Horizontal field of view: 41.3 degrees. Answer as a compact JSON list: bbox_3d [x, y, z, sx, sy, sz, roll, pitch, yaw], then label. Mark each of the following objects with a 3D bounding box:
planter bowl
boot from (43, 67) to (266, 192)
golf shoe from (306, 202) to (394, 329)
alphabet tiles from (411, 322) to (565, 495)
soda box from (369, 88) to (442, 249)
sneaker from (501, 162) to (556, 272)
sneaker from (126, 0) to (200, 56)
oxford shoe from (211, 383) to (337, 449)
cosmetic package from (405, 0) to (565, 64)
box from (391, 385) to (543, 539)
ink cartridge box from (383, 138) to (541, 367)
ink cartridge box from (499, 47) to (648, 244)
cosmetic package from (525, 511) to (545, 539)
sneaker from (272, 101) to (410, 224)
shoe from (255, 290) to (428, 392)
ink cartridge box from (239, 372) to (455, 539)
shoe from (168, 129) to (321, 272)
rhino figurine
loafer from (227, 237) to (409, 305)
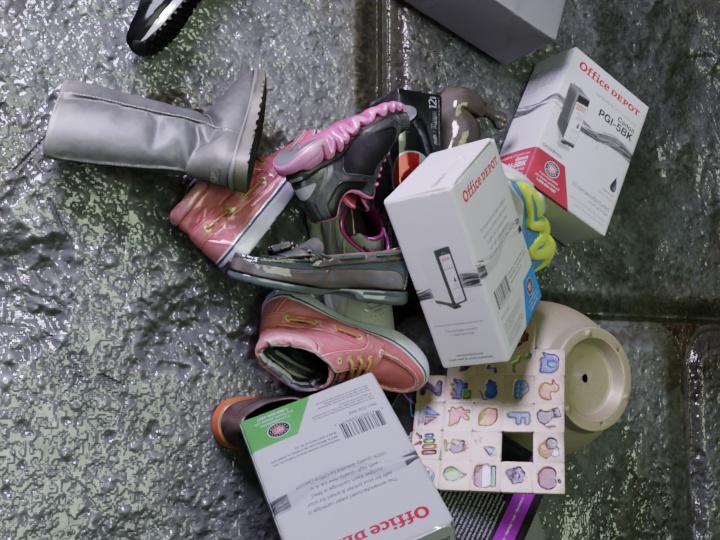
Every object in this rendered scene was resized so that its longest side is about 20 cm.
[{"bbox_3d":[0.236,0.131,1.147,0.198,0.134,0.203,3,83,-29],"label":"planter bowl"},{"bbox_3d":[-0.198,-0.156,0.960,0.197,0.073,0.183,8,43,0],"label":"boot"},{"bbox_3d":[0.000,0.000,1.053,0.075,0.091,0.202,-22,97,-31],"label":"golf shoe"},{"bbox_3d":[0.141,0.147,1.053,0.008,0.165,0.202,68,25,-55],"label":"alphabet tiles"},{"bbox_3d":[0.053,-0.102,1.105,0.063,0.071,0.203,3,83,-30],"label":"soda box"},{"bbox_3d":[0.173,-0.040,1.135,0.105,0.075,0.200,-53,138,-12],"label":"sneaker"},{"bbox_3d":[-0.205,-0.314,0.993,0.089,0.070,0.201,31,69,-7],"label":"sneaker"},{"bbox_3d":[-0.053,0.160,1.013,0.198,0.072,0.072,-5,87,-30],"label":"oxford shoe"},{"bbox_3d":[0.142,-0.343,1.157,0.199,0.106,0.091,23,73,-27],"label":"cosmetic package"},{"bbox_3d":[0.102,0.228,1.061,0.199,0.036,0.144,32,59,4],"label":"box"},{"bbox_3d":[0.116,-0.020,1.031,0.146,0.084,0.202,-47,121,-53],"label":"ink cartridge box"},{"bbox_3d":[0.269,-0.159,1.228,0.146,0.083,0.202,31,71,-22],"label":"ink cartridge box"},{"bbox_3d":[0.168,0.379,1.109,0.106,0.090,0.202,-14,88,-29],"label":"cosmetic package"},{"bbox_3d":[-0.006,-0.111,1.000,0.200,0.079,0.096,-37,104,-43],"label":"sneaker"},{"bbox_3d":[-0.018,0.097,1.005,0.199,0.072,0.091,27,34,-14],"label":"shoe"},{"bbox_3d":[-0.014,0.210,0.892,0.144,0.201,0.085,-18,130,-11],"label":"ink cartridge box"},{"bbox_3d":[-0.116,-0.098,1.008,0.091,0.071,0.201,40,61,-11],"label":"shoe"},{"bbox_3d":[0.118,-0.128,1.153,0.087,0.060,0.202,17,77,-31],"label":"rhino figurine"},{"bbox_3d":[-0.039,-0.007,0.976,0.198,0.072,0.064,9,94,-27],"label":"loafer"}]
